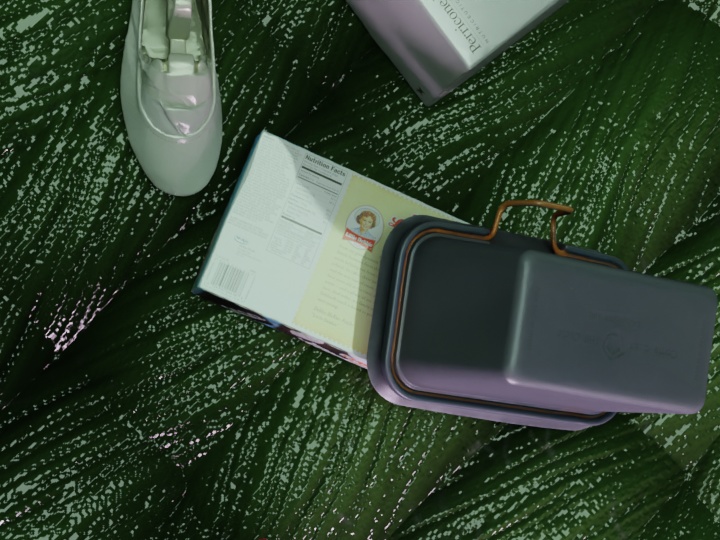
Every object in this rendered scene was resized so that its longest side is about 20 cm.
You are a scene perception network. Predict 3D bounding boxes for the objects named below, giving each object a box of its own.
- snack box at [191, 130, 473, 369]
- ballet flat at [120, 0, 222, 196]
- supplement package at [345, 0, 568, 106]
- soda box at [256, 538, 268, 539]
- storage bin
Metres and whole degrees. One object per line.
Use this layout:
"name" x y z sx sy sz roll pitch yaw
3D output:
"snack box" 0.000 0.000 1.235 0.199 0.037 0.117 24 79 -8
"ballet flat" -0.124 -0.152 1.215 0.069 0.069 0.201 0 83 -12
"supplement package" 0.097 -0.225 1.242 0.200 0.120 0.121 -39 93 -13
"soda box" -0.137 0.226 1.121 0.199 0.070 0.064 -15 59 6
"storage bin" 0.128 0.029 1.177 0.199 0.134 0.146 11 85 -30
